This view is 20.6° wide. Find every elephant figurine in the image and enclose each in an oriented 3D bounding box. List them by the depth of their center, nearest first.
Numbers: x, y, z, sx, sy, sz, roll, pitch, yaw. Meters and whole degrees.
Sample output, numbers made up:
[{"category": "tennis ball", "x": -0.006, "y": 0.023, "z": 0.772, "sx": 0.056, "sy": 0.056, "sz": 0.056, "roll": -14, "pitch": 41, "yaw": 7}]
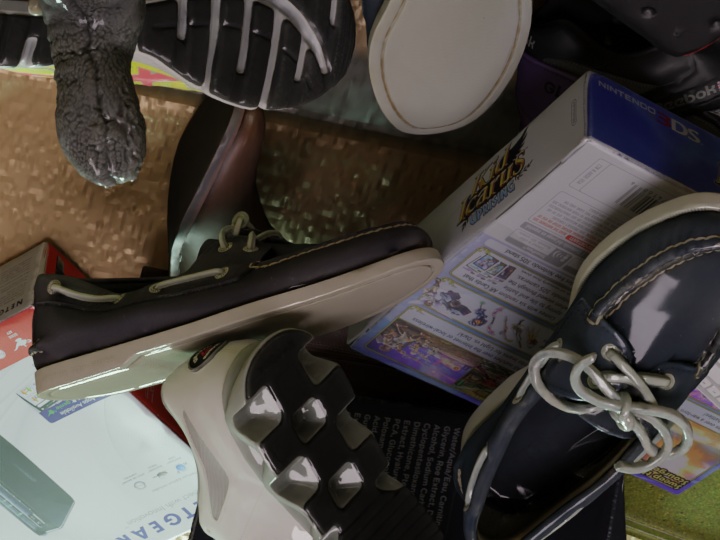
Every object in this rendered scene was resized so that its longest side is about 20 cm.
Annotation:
[{"category": "elephant figurine", "x": -0.102, "y": -0.163, "z": 0.715, "sx": 0.155, "sy": 0.200, "sz": 0.141, "roll": 31, "pitch": 127, "yaw": -25}]

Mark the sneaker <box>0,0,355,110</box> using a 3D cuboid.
[{"category": "sneaker", "x": -0.098, "y": -0.115, "z": 0.857, "sx": 0.199, "sy": 0.090, "sz": 0.079, "roll": 7, "pitch": 91, "yaw": -25}]

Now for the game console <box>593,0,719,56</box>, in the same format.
[{"category": "game console", "x": 0.105, "y": -0.175, "z": 0.681, "sx": 0.200, "sy": 0.031, "sz": 0.177, "roll": 32, "pitch": 132, "yaw": -25}]

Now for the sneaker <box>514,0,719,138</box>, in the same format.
[{"category": "sneaker", "x": 0.168, "y": -0.086, "z": 0.872, "sx": 0.199, "sy": 0.076, "sz": 0.088, "roll": -2, "pitch": 127, "yaw": 3}]

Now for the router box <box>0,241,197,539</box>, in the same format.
[{"category": "router box", "x": -0.187, "y": 0.094, "z": 1.061, "sx": 0.200, "sy": 0.049, "sz": 0.180, "roll": -27, "pitch": 127, "yaw": 24}]

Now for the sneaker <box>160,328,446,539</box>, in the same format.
[{"category": "sneaker", "x": -0.022, "y": 0.116, "z": 0.869, "sx": 0.088, "sy": 0.074, "sz": 0.201, "roll": -9, "pitch": 111, "yaw": 46}]

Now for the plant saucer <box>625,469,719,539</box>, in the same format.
[{"category": "plant saucer", "x": 0.191, "y": 0.088, "z": 1.048, "sx": 0.199, "sy": 0.048, "sz": 0.200, "roll": 21, "pitch": 130, "yaw": -18}]

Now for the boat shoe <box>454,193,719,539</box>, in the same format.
[{"category": "boat shoe", "x": 0.101, "y": 0.049, "z": 0.827, "sx": 0.075, "sy": 0.062, "sz": 0.200, "roll": 30, "pitch": 128, "yaw": -16}]

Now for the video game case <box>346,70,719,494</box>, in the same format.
[{"category": "video game case", "x": 0.125, "y": 0.013, "z": 0.897, "sx": 0.200, "sy": 0.046, "sz": 0.181, "roll": 25, "pitch": 137, "yaw": -23}]

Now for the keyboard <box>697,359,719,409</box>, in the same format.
[{"category": "keyboard", "x": 0.184, "y": 0.050, "z": 0.890, "sx": 0.056, "sy": 0.011, "sz": 0.200, "roll": -24, "pitch": 133, "yaw": 32}]

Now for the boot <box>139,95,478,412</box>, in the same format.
[{"category": "boot", "x": 0.000, "y": 0.000, "z": 0.964, "sx": 0.199, "sy": 0.064, "sz": 0.187, "roll": 12, "pitch": 133, "yaw": -13}]

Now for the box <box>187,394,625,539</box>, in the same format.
[{"category": "box", "x": 0.032, "y": 0.155, "z": 1.003, "sx": 0.199, "sy": 0.118, "sz": 0.197, "roll": 7, "pitch": 155, "yaw": 13}]

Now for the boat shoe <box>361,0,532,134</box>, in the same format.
[{"category": "boat shoe", "x": 0.027, "y": -0.140, "z": 0.826, "sx": 0.075, "sy": 0.062, "sz": 0.200, "roll": -16, "pitch": 142, "yaw": -5}]

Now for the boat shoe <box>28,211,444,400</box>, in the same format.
[{"category": "boat shoe", "x": -0.061, "y": 0.004, "z": 0.872, "sx": 0.199, "sy": 0.063, "sz": 0.073, "roll": -18, "pitch": 165, "yaw": 21}]
